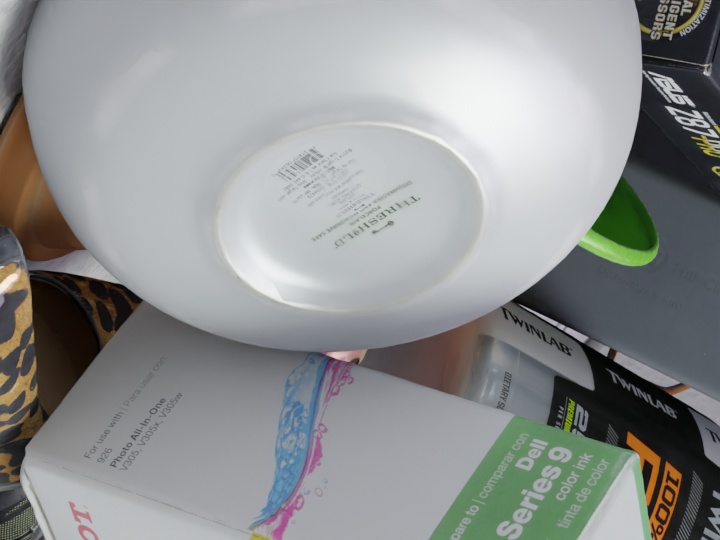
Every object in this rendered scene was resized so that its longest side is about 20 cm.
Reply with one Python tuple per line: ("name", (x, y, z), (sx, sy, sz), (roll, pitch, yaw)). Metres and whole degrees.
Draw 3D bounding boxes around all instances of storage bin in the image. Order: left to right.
("storage bin", (0.136, -0.009, 1.123), (0.134, 0.199, 0.146), (-28, 140, -62))

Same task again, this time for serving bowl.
("serving bowl", (-0.006, -0.039, 0.803), (0.201, 0.199, 0.066), (-56, -152, 39))

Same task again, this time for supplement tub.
("supplement tub", (0.082, 0.093, 1.098), (0.122, 0.199, 0.123), (-39, -144, 35))

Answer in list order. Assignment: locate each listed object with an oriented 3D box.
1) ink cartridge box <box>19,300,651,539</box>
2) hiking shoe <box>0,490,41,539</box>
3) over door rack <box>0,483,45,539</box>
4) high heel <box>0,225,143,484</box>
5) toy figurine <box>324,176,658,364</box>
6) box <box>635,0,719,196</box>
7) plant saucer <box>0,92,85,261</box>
("ink cartridge box", (-0.002, 0.108, 0.881), (0.088, 0.199, 0.146), (-54, 146, -34))
("hiking shoe", (-0.140, 0.127, 1.144), (0.076, 0.101, 0.200), (-44, 170, -27))
("over door rack", (-0.194, 0.112, 0.977), (0.199, 0.067, 0.148), (-21, 154, -43))
("high heel", (-0.103, 0.015, 0.882), (0.142, 0.072, 0.199), (-39, 169, 37))
("toy figurine", (0.000, 0.000, 0.995), (0.184, 0.150, 0.200), (-49, -172, 17))
("box", (0.152, -0.119, 0.950), (0.200, 0.049, 0.162), (35, 67, -63))
("plant saucer", (-0.054, -0.079, 0.917), (0.200, 0.032, 0.200), (-46, 171, -9))
